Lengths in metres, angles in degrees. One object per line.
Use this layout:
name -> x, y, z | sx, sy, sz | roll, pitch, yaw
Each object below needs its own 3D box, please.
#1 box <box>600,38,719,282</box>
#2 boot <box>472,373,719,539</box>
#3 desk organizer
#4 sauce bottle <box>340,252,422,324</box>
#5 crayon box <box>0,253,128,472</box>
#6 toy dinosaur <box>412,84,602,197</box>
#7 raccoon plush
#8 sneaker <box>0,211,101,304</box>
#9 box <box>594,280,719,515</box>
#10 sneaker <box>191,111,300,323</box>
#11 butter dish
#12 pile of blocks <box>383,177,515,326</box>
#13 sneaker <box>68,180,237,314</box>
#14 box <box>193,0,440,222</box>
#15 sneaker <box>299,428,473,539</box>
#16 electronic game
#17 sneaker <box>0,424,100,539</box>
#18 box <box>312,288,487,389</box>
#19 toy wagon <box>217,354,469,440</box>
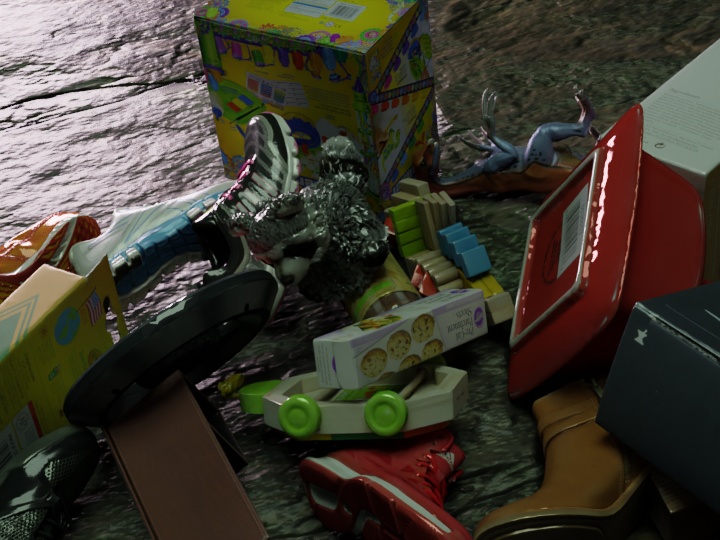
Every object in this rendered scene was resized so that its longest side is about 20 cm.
box -> 0.311, -0.087, 1.228 | 0.106, 0.154, 0.199 | 26, 50, 36
boot -> 0.156, 0.149, 1.032 | 0.197, 0.074, 0.155 | -6, 38, -16
desk organizer -> -0.117, 0.171, 1.027 | 0.077, 0.072, 0.200 | -38, 43, 0
sauce bottle -> 0.000, 0.000, 1.246 | 0.064, 0.065, 0.200 | -19, 39, -14
crayon box -> -0.269, 0.088, 1.132 | 0.050, 0.128, 0.200 | 14, 42, 26
toy dinosaur -> 0.148, -0.106, 1.338 | 0.180, 0.105, 0.201 | -31, 53, 3
raccoon plush -> -0.057, -0.061, 1.189 | 0.096, 0.134, 0.201 | -37, 42, 18
sneaker -> -0.330, 0.012, 1.298 | 0.077, 0.074, 0.199 | 2, 30, 44
box -> 0.294, 0.086, 1.001 | 0.198, 0.105, 0.148 | -10, 35, -40
sneaker -> -0.108, -0.055, 1.253 | 0.086, 0.074, 0.203 | 10, 71, -20
butter dish -> 0.219, 0.006, 1.115 | 0.146, 0.200, 0.202 | 19, 61, -10
pile of blocks -> 0.064, -0.015, 1.237 | 0.062, 0.083, 0.200 | -21, 41, -17
sneaker -> -0.189, -0.043, 1.312 | 0.199, 0.076, 0.087 | -30, 53, -26
box -> -0.040, -0.179, 1.368 | 0.198, 0.194, 0.122 | 17, 44, 27
sneaker -> 0.046, 0.155, 1.007 | 0.115, 0.079, 0.199 | -26, 25, -26
electronic game -> -0.150, 0.063, 1.106 | 0.199, 0.200, 0.042 | -30, 77, -26
sneaker -> -0.242, 0.207, 1.024 | 0.113, 0.077, 0.200 | 21, 50, 28
box -> 0.036, 0.052, 1.100 | 0.038, 0.042, 0.199 | -1, 9, 35
toy wagon -> -0.016, 0.100, 1.096 | 0.197, 0.040, 0.155 | -4, 8, 16
